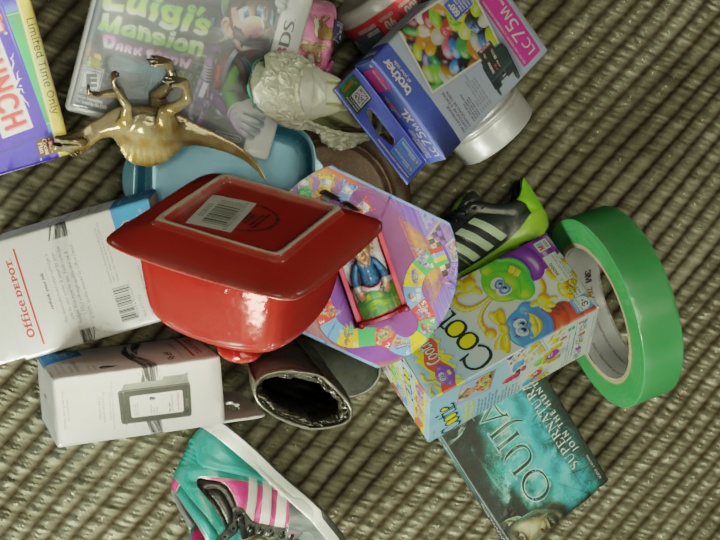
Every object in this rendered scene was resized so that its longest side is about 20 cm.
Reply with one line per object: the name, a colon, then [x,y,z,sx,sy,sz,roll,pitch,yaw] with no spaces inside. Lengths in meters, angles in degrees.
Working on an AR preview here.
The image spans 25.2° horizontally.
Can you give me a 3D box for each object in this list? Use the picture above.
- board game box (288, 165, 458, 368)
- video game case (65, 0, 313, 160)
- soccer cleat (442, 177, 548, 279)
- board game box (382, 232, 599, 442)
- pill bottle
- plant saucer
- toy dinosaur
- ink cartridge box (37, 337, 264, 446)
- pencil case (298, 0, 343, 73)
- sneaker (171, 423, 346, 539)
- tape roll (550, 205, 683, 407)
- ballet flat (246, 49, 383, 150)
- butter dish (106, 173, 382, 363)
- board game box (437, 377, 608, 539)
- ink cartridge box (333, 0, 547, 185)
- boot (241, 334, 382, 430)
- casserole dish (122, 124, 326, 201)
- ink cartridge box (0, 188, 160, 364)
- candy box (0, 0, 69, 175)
board game box: [0.000,0.000,1.542,0.198,0.039,0.160,25,90,-10]
video game case: [-0.155,-0.212,1.489,0.197,0.023,0.184,13,104,-17]
soccer cleat: [0.101,-0.031,1.667,0.198,0.067,0.082,-25,89,-17]
board game box: [0.129,0.068,1.641,0.198,0.105,0.104,-27,63,-14]
pill bottle: [0.079,-0.210,1.601,0.119,0.119,0.201,-43,107,-9]
plant saucer: [-0.036,-0.064,1.626,0.198,0.037,0.203,-2,97,-19]
toy dinosaur: [-0.181,-0.138,1.477,0.197,0.058,0.102,4,122,-8]
ink cartridge box: [-0.201,0.111,1.542,0.197,0.116,0.069,-6,100,-18]
pencil case: [-0.120,-0.229,1.552,0.197,0.087,0.084,5,102,-16]
sneaker: [-0.114,0.253,1.611,0.200,0.084,0.121,43,78,-10]
tape roll: [0.259,0.037,1.648,0.048,0.200,0.203,-19,102,-14]
ballet flat: [-0.033,-0.161,1.512,0.071,0.200,0.073,-4,81,24]
butter dish: [-0.106,0.014,1.464,0.197,0.200,0.150,17,118,19]
board game box: [0.164,0.186,1.726,0.135,0.028,0.201,-37,106,-12]
ink cartridge box: [0.078,-0.189,1.510,0.200,0.042,0.120,-46,108,-22]
boot: [-0.038,0.104,1.558,0.179,0.200,0.074,9,93,-19]
casserole dish: [-0.131,-0.086,1.567,0.197,0.039,0.123,3,92,0]
ink cartridge box: [-0.274,0.008,1.524,0.197,0.068,0.118,-15,101,2]
candy box: [-0.382,-0.161,1.478,0.198,0.077,0.171,-18,101,-17]
